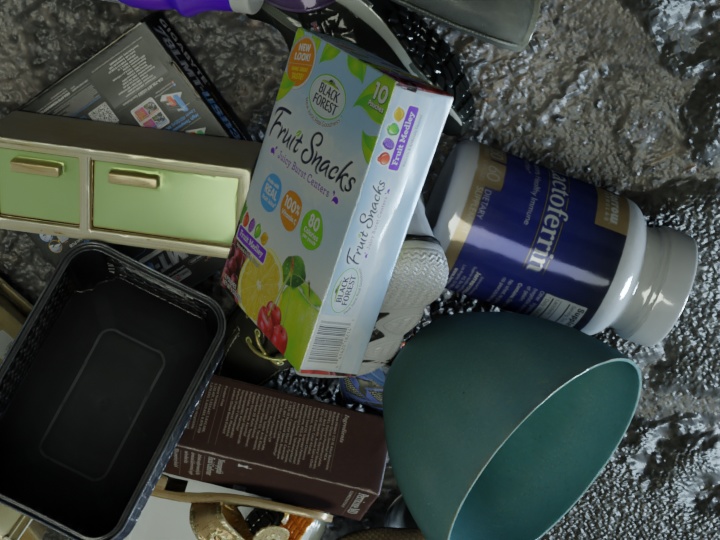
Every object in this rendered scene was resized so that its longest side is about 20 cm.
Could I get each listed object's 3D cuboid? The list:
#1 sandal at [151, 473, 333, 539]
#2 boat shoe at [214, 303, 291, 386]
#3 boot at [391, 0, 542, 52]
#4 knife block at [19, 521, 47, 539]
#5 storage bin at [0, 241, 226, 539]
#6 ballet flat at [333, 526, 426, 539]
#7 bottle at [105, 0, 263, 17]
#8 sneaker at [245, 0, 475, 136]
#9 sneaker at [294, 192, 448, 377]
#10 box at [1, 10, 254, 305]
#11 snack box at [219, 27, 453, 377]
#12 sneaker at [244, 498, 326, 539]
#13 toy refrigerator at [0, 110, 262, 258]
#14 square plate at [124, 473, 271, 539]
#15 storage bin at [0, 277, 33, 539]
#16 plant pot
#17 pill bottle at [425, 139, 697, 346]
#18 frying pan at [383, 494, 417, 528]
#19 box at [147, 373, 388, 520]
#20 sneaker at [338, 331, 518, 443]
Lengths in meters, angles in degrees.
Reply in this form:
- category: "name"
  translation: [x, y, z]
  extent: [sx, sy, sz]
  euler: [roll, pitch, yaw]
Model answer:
- category: "sandal"
  translation: [-0.128, 0.227, 0.945]
  extent: [0.211, 0.078, 0.070]
  euler: [9, 75, 20]
- category: "boat shoe"
  translation: [-0.066, 0.041, 0.915]
  extent: [0.072, 0.061, 0.201]
  euler: [36, 113, -11]
- category: "boot"
  translation: [0.033, -0.255, 0.751]
  extent: [0.199, 0.073, 0.182]
  euler: [6, 80, -13]
- category: "knife block"
  translation: [-0.372, 0.152, 0.997]
  extent: [0.199, 0.064, 0.176]
  euler: [17, 117, -3]
- category: "storage bin"
  translation: [-0.201, 0.097, 0.822]
  extent: [0.135, 0.094, 0.200]
  euler: [26, 73, -1]
- category: "ballet flat"
  translation: [0.044, 0.263, 0.966]
  extent: [0.199, 0.046, 0.068]
  euler: [-11, 120, -6]
- category: "bottle"
  translation: [-0.167, -0.224, 0.772]
  extent: [0.199, 0.084, 0.065]
  euler: [12, 102, 12]
- category: "sneaker"
  translation: [-0.002, -0.166, 0.813]
  extent: [0.200, 0.076, 0.088]
  euler: [45, 121, -7]
- category: "sneaker"
  translation: [0.000, 0.000, 0.820]
  extent: [0.075, 0.115, 0.200]
  euler: [7, 146, -24]
- category: "box"
  translation: [-0.186, -0.074, 0.880]
  extent: [0.200, 0.050, 0.199]
  euler: [-31, 110, 18]
- category: "snack box"
  translation: [-0.024, -0.049, 0.734]
  extent: [0.053, 0.142, 0.200]
  euler: [8, 110, -35]
- category: "sneaker"
  translation: [-0.081, 0.294, 1.012]
  extent: [0.092, 0.076, 0.200]
  euler: [23, 109, -38]
- category: "toy refrigerator"
  translation: [-0.179, -0.065, 0.820]
  extent: [0.199, 0.070, 0.076]
  euler: [8, 116, 1]
- category: "square plate"
  translation: [-0.134, 0.233, 1.032]
  extent: [0.198, 0.028, 0.200]
  euler: [17, 116, -3]
- category: "storage bin"
  translation: [-0.338, 0.112, 0.906]
  extent: [0.200, 0.199, 0.094]
  euler: [44, 129, -14]
- category: "plant pot"
  translation: [0.095, 0.108, 0.813]
  extent: [0.135, 0.200, 0.200]
  euler: [41, 121, 33]
- category: "pill bottle"
  translation: [0.150, -0.017, 0.836]
  extent: [0.199, 0.116, 0.116]
  euler: [20, 116, -5]
- category: "frying pan"
  translation: [0.052, 0.264, 1.024]
  extent: [0.190, 0.031, 0.115]
  euler: [-41, 107, 21]
- category: "box"
  translation: [-0.080, 0.151, 0.930]
  extent: [0.199, 0.075, 0.100]
  euler: [13, 153, -4]
- category: "sneaker"
  translation: [0.069, 0.116, 0.941]
  extent: [0.200, 0.075, 0.079]
  euler: [29, 126, -1]
